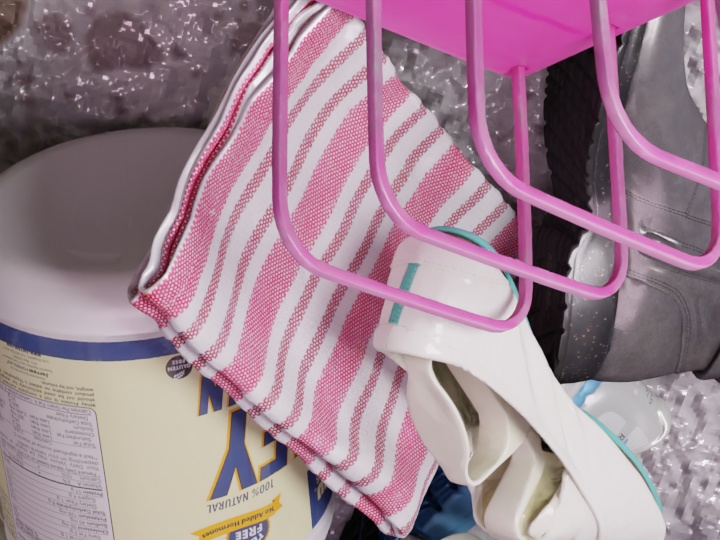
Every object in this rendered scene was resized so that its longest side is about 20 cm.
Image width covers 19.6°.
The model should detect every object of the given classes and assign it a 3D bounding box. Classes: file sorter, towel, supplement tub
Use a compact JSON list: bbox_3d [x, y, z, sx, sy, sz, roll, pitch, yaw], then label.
[{"bbox_3d":[0.081,-0.069,0.687,0.138,0.126,0.199,16,154,-41],"label":"file sorter"},{"bbox_3d":[0.000,0.000,0.809,0.030,0.147,0.200,9,154,39],"label":"towel"},{"bbox_3d":[-0.085,0.057,0.875,0.144,0.145,0.201,-1,121,5],"label":"supplement tub"}]

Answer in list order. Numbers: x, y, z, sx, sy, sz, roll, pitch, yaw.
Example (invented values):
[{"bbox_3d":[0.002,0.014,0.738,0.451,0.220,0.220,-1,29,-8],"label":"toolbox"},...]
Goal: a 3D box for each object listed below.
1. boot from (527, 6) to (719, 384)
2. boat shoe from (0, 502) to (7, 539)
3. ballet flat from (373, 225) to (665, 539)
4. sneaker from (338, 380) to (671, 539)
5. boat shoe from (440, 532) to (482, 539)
[{"bbox_3d":[0.143,-0.044,0.850,0.131,0.070,0.201,2,114,-14],"label":"boot"},{"bbox_3d":[-0.176,0.110,0.969,0.062,0.072,0.201,-31,119,-21],"label":"boat shoe"},{"bbox_3d":[0.058,0.068,0.828,0.069,0.070,0.200,-22,129,16],"label":"ballet flat"},{"bbox_3d":[0.062,0.113,0.941,0.086,0.075,0.200,33,118,-21],"label":"sneaker"},{"bbox_3d":[0.078,0.176,0.929,0.072,0.061,0.201,-47,145,5],"label":"boat shoe"}]
